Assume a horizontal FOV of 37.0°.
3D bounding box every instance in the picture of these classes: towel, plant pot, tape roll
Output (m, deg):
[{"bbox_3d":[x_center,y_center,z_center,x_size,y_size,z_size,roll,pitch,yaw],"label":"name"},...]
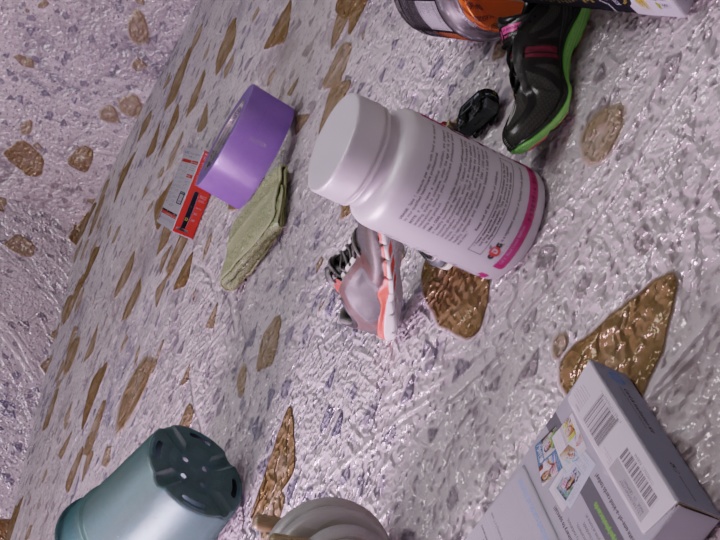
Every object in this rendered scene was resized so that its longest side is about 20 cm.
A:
[{"bbox_3d":[-0.173,-0.070,1.758,0.200,0.036,0.149,-48,28,41],"label":"towel"},{"bbox_3d":[-0.269,0.323,1.424,0.196,0.199,0.201,-49,27,24],"label":"plant pot"},{"bbox_3d":[-0.199,-0.213,1.853,0.201,0.084,0.201,-53,18,25],"label":"tape roll"}]

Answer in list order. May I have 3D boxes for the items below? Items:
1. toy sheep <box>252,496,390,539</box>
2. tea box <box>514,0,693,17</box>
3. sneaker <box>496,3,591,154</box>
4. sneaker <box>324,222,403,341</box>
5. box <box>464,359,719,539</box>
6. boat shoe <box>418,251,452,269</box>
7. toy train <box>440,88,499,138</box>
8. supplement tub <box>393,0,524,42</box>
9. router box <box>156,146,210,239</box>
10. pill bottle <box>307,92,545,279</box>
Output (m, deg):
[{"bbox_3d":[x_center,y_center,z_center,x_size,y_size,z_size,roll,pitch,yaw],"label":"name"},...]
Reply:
[{"bbox_3d":[-0.031,0.268,0.963,0.200,0.137,0.139,-168,100,-76],"label":"toy sheep"},{"bbox_3d":[0.167,-0.317,0.879,0.196,0.199,0.135,18,85,41],"label":"tea box"},{"bbox_3d":[0.160,-0.202,1.023,0.077,0.083,0.202,-24,48,61],"label":"sneaker"},{"bbox_3d":[0.000,0.000,1.102,0.201,0.081,0.077,88,-169,-45],"label":"sneaker"},{"bbox_3d":[0.145,0.187,0.747,0.201,0.041,0.156,-59,23,20],"label":"box"},{"bbox_3d":[0.050,-0.076,1.156,0.073,0.061,0.201,-61,36,35],"label":"boat shoe"},{"bbox_3d":[0.091,-0.144,1.202,0.200,0.034,0.046,-38,33,52],"label":"toy train"},{"bbox_3d":[0.118,-0.316,1.182,0.124,0.122,0.200,-65,22,6],"label":"supplement tub"},{"bbox_3d":[-0.365,-0.168,2.292,0.181,0.048,0.200,-68,21,1],"label":"router box"},{"bbox_3d":[0.060,-0.078,0.986,0.113,0.199,0.114,-49,28,38],"label":"pill bottle"}]
